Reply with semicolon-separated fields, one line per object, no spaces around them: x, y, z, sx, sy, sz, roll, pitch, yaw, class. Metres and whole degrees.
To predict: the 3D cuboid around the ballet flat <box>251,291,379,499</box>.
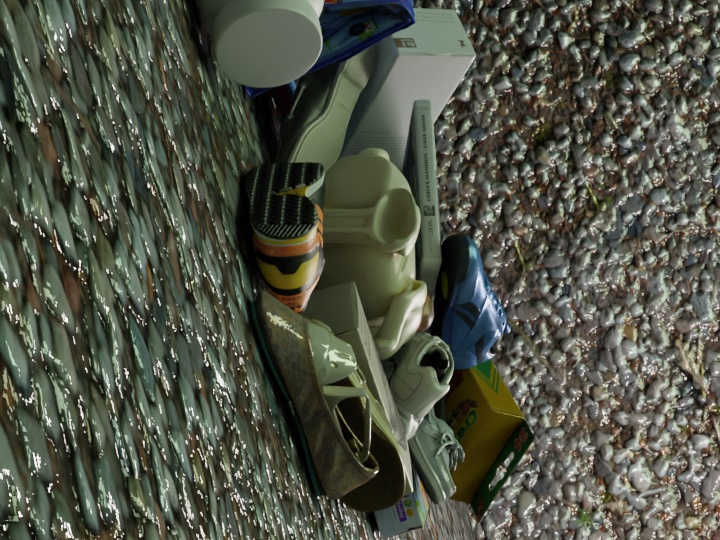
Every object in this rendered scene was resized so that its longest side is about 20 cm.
-0.030;0.095;1.310;0.068;0.067;0.201;-97;171;-59;ballet flat

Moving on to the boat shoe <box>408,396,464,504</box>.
0.076;0.158;1.717;0.203;0.064;0.075;-102;174;-49;boat shoe

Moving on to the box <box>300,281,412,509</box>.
-0.009;0.116;1.482;0.082;0.068;0.201;-96;170;-55;box

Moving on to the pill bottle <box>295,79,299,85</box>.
-0.045;-0.273;2.018;0.200;0.119;0.120;65;11;-66;pill bottle

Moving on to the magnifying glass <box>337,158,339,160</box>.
-0.027;-0.103;1.711;0.080;0.022;0.201;63;4;-65;magnifying glass

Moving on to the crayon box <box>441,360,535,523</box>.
0.110;0.164;1.779;0.127;0.051;0.200;-61;-149;22;crayon box

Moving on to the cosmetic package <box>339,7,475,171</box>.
0.034;-0.194;1.752;0.200;0.101;0.074;-57;-135;45;cosmetic package

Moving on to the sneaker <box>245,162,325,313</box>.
-0.065;-0.030;1.394;0.200;0.069;0.091;-93;-179;-69;sneaker

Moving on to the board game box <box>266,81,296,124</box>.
-0.077;-0.155;1.772;0.201;0.039;0.158;-109;176;-48;board game box

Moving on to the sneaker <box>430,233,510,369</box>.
0.118;0.030;1.676;0.201;0.078;0.066;92;-9;-51;sneaker

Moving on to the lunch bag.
-0.034;-0.271;1.633;0.151;0.199;0.095;-96;169;-60;lunch bag

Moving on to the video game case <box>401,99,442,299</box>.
0.062;-0.056;1.724;0.200;0.023;0.183;99;-11;-68;video game case

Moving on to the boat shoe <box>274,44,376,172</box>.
-0.047;-0.161;1.658;0.067;0.057;0.201;44;67;-50;boat shoe

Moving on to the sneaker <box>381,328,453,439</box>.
0.061;0.095;1.652;0.075;0.081;0.200;41;21;-15;sneaker

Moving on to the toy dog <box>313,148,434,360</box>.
0.000;0.000;1.568;0.195;0.138;0.201;-88;169;-49;toy dog

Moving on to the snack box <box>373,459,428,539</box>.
0.021;0.177;1.741;0.142;0.053;0.201;1;73;-84;snack box

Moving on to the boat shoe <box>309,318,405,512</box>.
-0.011;0.131;1.416;0.063;0.073;0.201;-92;160;-51;boat shoe

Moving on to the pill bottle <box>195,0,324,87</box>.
-0.094;-0.268;1.433;0.116;0.115;0.201;68;8;-52;pill bottle
